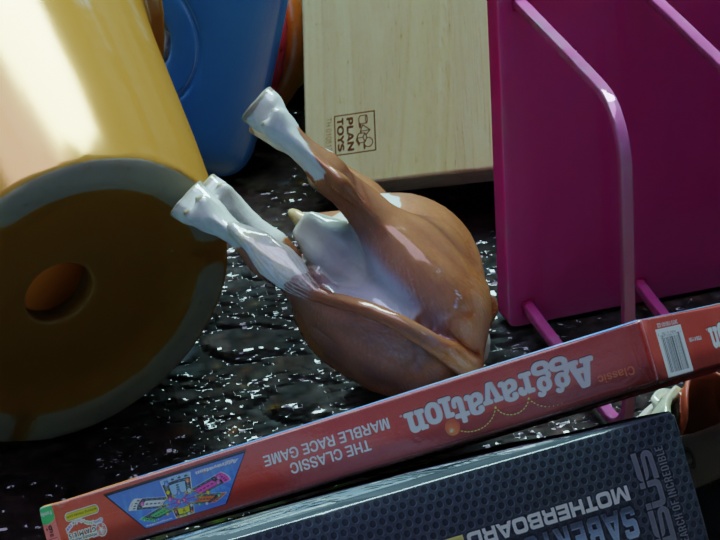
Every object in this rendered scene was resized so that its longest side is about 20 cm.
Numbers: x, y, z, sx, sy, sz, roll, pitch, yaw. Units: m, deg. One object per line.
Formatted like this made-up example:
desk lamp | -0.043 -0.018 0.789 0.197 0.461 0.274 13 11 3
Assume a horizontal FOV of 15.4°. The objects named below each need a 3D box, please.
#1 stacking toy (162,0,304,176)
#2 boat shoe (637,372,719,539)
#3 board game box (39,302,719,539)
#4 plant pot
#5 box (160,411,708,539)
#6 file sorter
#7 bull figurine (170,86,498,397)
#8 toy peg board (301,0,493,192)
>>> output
stacking toy | -0.044 -0.121 1.218 0.116 0.111 0.200 25 26 23
boat shoe | 0.113 0.059 0.788 0.071 0.063 0.200 -17 1 -20
board game box | 0.016 0.045 0.758 0.199 0.020 0.103 -19 -6 30
plant pot | -0.142 -0.042 0.980 0.199 0.201 0.183 -17 44 -24
box | -0.016 0.090 0.733 0.157 0.051 0.200 -14 -4 -22
file sorter | 0.161 -0.036 0.961 0.198 0.140 0.126 -11 29 -13
bull figurine | 0.000 0.000 0.888 0.065 0.121 0.200 -50 2 -4
toy peg board | 0.083 -0.130 1.138 0.198 0.202 0.098 -6 -15 19
